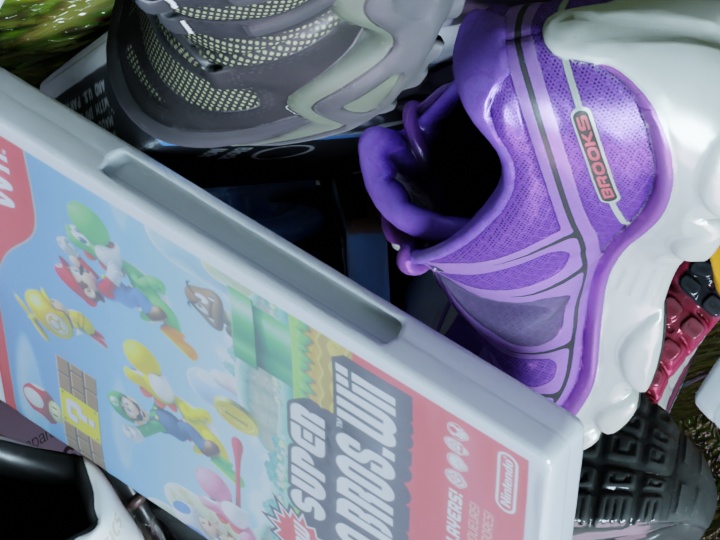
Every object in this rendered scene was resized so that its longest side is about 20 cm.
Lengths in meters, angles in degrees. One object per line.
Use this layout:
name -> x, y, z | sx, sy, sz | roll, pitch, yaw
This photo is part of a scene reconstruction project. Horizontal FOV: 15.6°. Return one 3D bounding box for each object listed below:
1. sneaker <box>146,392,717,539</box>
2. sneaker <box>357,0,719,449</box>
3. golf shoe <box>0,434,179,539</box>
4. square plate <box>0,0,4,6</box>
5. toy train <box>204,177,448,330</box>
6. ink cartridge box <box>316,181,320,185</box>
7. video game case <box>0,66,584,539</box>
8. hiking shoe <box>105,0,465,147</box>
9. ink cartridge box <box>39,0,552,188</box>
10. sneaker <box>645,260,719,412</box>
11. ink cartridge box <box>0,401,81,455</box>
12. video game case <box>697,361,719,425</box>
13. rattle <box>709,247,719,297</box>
sneaker -> 0.025, 0.083, 0.873 | 0.199, 0.091, 0.076 | -2, -140, 27
sneaker -> 0.038, -0.016, 0.662 | 0.083, 0.081, 0.200 | 2, 153, -6
golf shoe -> -0.079, 0.109, 0.825 | 0.199, 0.078, 0.094 | 28, 152, -13
square plate -> -0.200, -0.031, 0.672 | 0.197, 0.029, 0.200 | -9, 172, -21
toy train -> 0.000, 0.000, 0.837 | 0.114, 0.087, 0.200 | -6, -168, -2
ink cartridge box -> -0.050, 0.049, 1.043 | 0.199, 0.145, 0.147 | -16, 173, 35
video game case -> -0.029, 0.038, 0.724 | 0.017, 0.200, 0.143 | -45, 154, -30
hiking shoe -> -0.025, -0.078, 0.458 | 0.100, 0.076, 0.200 | 1, 159, -23
ink cartridge box -> 0.040, -0.066, 0.709 | 0.199, 0.044, 0.198 | -8, 172, -29
sneaker -> 0.083, 0.045, 0.950 | 0.080, 0.200, 0.075 | 34, 178, 4
ink cartridge box -> -0.155, 0.120, 0.934 | 0.084, 0.201, 0.144 | -1, -161, 38
video game case -> 0.179, -0.043, 0.683 | 0.143, 0.017, 0.200 | -4, 131, -51
rattle -> 0.145, -0.022, 0.741 | 0.130, 0.144, 0.200 | -21, -176, -30
